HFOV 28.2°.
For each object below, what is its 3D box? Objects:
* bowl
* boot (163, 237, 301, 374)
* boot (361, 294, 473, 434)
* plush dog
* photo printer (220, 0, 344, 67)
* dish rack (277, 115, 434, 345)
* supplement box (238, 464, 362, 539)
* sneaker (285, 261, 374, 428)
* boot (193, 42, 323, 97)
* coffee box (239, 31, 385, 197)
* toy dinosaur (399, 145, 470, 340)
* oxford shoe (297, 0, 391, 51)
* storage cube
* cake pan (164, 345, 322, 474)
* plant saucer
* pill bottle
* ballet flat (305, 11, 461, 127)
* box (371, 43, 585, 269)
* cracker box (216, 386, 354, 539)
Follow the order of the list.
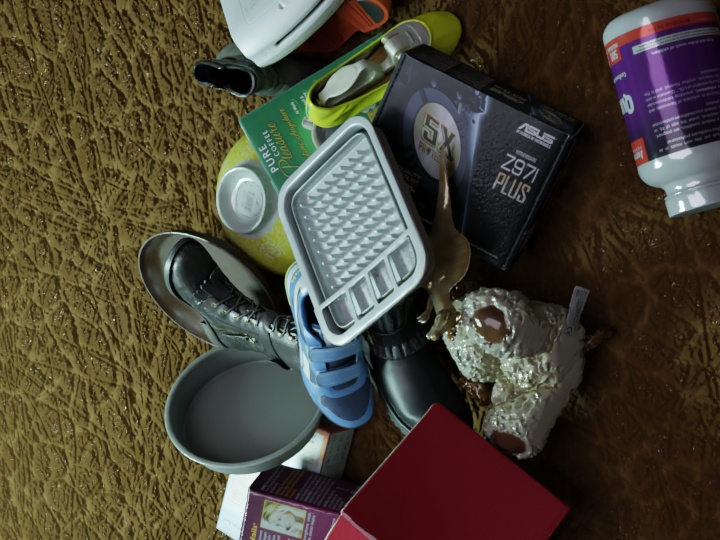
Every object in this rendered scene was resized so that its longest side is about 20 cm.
[{"bbox_3d":[-0.109,-0.087,1.724,0.200,0.108,0.201,5,98,37],"label":"bowl"},{"bbox_3d":[-0.125,0.048,1.673,0.174,0.200,0.069,18,62,38],"label":"boot"},{"bbox_3d":[0.052,0.084,1.580,0.211,0.079,0.158,49,153,33],"label":"boot"},{"bbox_3d":[0.156,0.074,1.529,0.172,0.160,0.200,21,132,48],"label":"plush dog"},{"bbox_3d":[-0.086,-0.334,1.641,0.166,0.069,0.200,-41,40,18],"label":"photo printer"},{"bbox_3d":[0.000,-0.041,1.486,0.172,0.043,0.200,-42,61,39],"label":"dish rack"},{"bbox_3d":[-0.036,0.320,1.668,0.200,0.103,0.131,14,105,9],"label":"supplement box"},{"bbox_3d":[-0.033,0.085,1.583,0.082,0.074,0.200,-153,43,-74],"label":"sneaker"},{"bbox_3d":[-0.147,-0.242,1.711,0.200,0.130,0.068,18,107,47],"label":"boot"},{"bbox_3d":[-0.026,-0.169,1.638,0.200,0.044,0.123,-32,73,5],"label":"coffee box"},{"bbox_3d":[0.078,-0.019,1.484,0.101,0.058,0.200,-16,68,49],"label":"toy dinosaur"},{"bbox_3d":[-0.031,-0.310,1.681,0.200,0.071,0.073,-8,56,44],"label":"oxford shoe"},{"bbox_3d":[0.080,0.281,1.503,0.180,0.200,0.171,38,147,9],"label":"storage cube"},{"bbox_3d":[-0.134,0.164,1.718,0.200,0.200,0.037,25,147,33],"label":"cake pan"},{"bbox_3d":[-0.184,0.021,1.785,0.200,0.032,0.200,21,140,18],"label":"plant saucer"},{"bbox_3d":[0.311,-0.157,1.392,0.112,0.112,0.200,-18,83,37],"label":"pill bottle"},{"bbox_3d":[0.024,-0.226,1.580,0.200,0.067,0.067,-33,72,4],"label":"ballet flat"},{"bbox_3d":[0.111,-0.122,1.526,0.200,0.086,0.164,29,112,10],"label":"box"},{"bbox_3d":[-0.094,0.257,1.778,0.134,0.058,0.200,26,109,33],"label":"cracker box"}]
